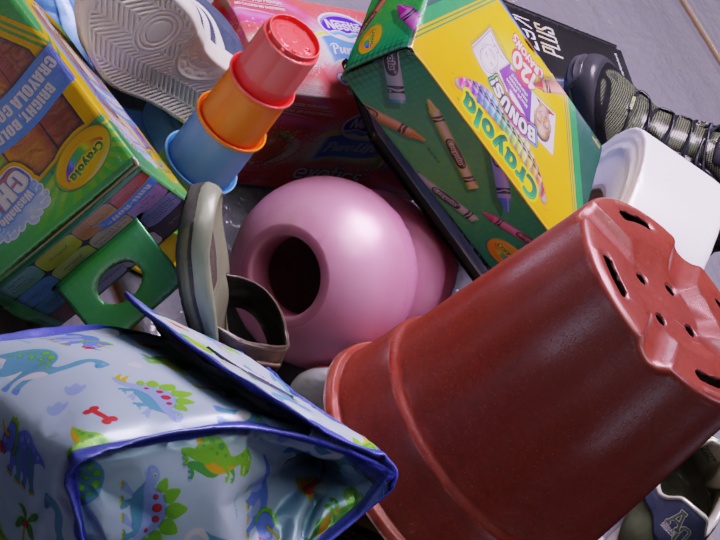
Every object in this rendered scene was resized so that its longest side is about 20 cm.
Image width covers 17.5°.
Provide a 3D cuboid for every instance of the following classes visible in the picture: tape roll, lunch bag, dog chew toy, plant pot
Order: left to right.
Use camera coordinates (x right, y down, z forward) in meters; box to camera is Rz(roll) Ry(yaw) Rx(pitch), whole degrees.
[{"bbox_3d":[-0.104,0.095,1.248,0.199,0.128,0.170,-6,22,-32],"label":"lunch bag"},{"bbox_3d":[0.000,0.000,1.544,0.125,0.125,0.200,53,24,17],"label":"dog chew toy"},{"bbox_3d":[0.116,0.073,1.385,0.200,0.195,0.201,37,30,-25],"label":"plant pot"},{"bbox_3d":[0.165,0.003,1.624,0.071,0.203,0.203,33,35,-11],"label":"tape roll"}]

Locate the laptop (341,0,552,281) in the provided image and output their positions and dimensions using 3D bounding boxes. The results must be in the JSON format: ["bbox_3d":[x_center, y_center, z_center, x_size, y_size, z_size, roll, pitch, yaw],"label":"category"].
[{"bbox_3d":[0.086,-0.095,1.604,0.188,0.116,0.200,52,10,-26],"label":"laptop"}]

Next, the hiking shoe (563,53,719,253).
[{"bbox_3d":[0.230,-0.093,1.704,0.200,0.100,0.076,45,47,-28],"label":"hiking shoe"}]

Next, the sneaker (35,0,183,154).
[{"bbox_3d":[-0.185,-0.120,1.559,0.078,0.066,0.201,-36,87,-22],"label":"sneaker"}]

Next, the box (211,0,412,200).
[{"bbox_3d":[-0.028,-0.124,1.670,0.199,0.095,0.103,5,47,-41],"label":"box"}]

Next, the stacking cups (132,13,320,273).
[{"bbox_3d":[-0.094,-0.083,1.468,0.060,0.200,0.061,24,37,-19],"label":"stacking cups"}]

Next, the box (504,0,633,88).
[{"bbox_3d":[0.140,-0.106,1.820,0.163,0.086,0.201,17,41,-29],"label":"box"}]

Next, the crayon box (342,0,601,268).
[{"bbox_3d":[0.077,-0.104,1.534,0.200,0.058,0.119,51,39,-29],"label":"crayon box"}]

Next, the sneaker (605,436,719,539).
[{"bbox_3d":[0.230,0.145,1.625,0.067,0.090,0.200,38,34,-2],"label":"sneaker"}]

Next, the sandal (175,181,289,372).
[{"bbox_3d":[-0.072,0.035,1.388,0.057,0.202,0.080,-2,44,3],"label":"sandal"}]

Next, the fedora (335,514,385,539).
[{"bbox_3d":[-0.023,0.207,1.322,0.200,0.082,0.201,32,31,-22],"label":"fedora"}]

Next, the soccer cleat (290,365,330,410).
[{"bbox_3d":[0.034,0.136,1.469,0.200,0.069,0.085,41,30,-8],"label":"soccer cleat"}]

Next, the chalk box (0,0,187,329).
[{"bbox_3d":[-0.187,-0.052,1.375,0.200,0.124,0.124,51,3,17],"label":"chalk box"}]

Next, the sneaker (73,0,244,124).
[{"bbox_3d":[-0.133,-0.156,1.488,0.085,0.075,0.200,61,8,28],"label":"sneaker"}]
